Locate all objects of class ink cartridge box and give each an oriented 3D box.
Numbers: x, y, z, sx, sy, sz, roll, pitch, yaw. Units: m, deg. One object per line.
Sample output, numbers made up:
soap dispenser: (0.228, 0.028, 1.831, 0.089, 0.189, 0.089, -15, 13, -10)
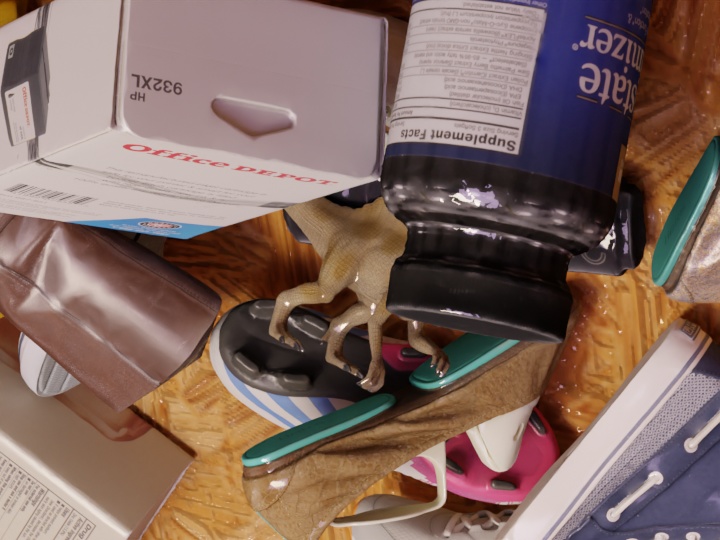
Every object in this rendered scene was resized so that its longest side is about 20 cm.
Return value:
ink cartridge box: (-0.098, -0.077, 1.453, 0.200, 0.145, 0.084, -15, 70, 58)

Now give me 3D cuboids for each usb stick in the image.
usb stick: (0.050, -0.031, 1.543, 0.199, 0.033, 0.056, 6, 113, 26)

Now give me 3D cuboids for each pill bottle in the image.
pill bottle: (0.070, -0.072, 1.390, 0.112, 0.112, 0.201, 8, 84, 24)

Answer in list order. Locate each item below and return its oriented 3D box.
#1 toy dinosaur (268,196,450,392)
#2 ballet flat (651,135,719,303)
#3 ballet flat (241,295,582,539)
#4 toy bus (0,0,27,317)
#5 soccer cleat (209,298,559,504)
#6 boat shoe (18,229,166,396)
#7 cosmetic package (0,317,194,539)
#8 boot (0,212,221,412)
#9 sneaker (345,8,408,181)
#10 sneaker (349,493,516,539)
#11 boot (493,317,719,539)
toy dinosaur: (0.000, 0.000, 1.531, 0.200, 0.058, 0.101, 29, 92, 33)
ballet flat: (0.199, -0.060, 1.430, 0.067, 0.068, 0.200, 15, 135, -5)
ballet flat: (0.036, 0.084, 1.544, 0.072, 0.200, 0.068, 63, 169, -12)
toy bus: (-0.216, -0.066, 1.626, 0.078, 0.065, 0.200, 47, 138, 33)
soccer cleat: (0.013, 0.070, 1.618, 0.200, 0.070, 0.086, 25, 164, 0)
boat shoe: (-0.148, -0.017, 1.649, 0.067, 0.073, 0.200, 52, 133, 24)
cosmetic package: (-0.210, 0.098, 1.735, 0.200, 0.087, 0.103, 39, 130, 2)
boot: (-0.192, 0.026, 1.598, 0.200, 0.064, 0.186, 35, 126, -17)
sneaker: (0.014, -0.077, 1.498, 0.199, 0.085, 0.073, 12, 127, 25)
sneaker: (0.094, 0.149, 1.620, 0.199, 0.076, 0.092, 20, 119, 8)
boot: (0.137, 0.127, 1.538, 0.090, 0.073, 0.200, 39, 108, 1)
